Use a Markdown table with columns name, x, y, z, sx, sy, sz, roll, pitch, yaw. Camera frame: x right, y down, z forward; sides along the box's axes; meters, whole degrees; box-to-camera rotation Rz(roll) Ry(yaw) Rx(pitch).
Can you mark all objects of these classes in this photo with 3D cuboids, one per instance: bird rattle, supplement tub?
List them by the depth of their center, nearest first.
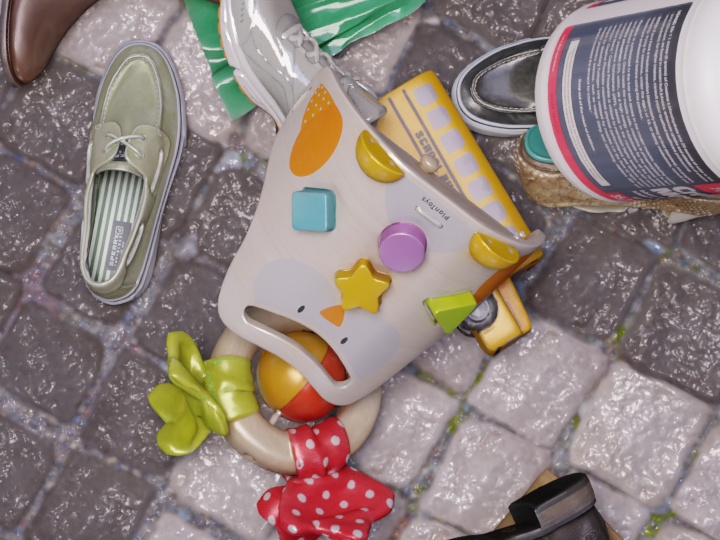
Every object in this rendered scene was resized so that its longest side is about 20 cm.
| name | x | y | z | sx | sy | sz | roll | pitch | yaw |
| --- | --- | --- | --- | --- | --- | --- | --- | --- | --- |
| supplement tub | 0.225 | -0.120 | 1.212 | 0.140 | 0.199 | 0.142 | 1 | 88 | -37 |
| bird rattle | -0.049 | 0.098 | 1.319 | 0.199 | 0.113 | 0.164 | 33 | 70 | 2 |

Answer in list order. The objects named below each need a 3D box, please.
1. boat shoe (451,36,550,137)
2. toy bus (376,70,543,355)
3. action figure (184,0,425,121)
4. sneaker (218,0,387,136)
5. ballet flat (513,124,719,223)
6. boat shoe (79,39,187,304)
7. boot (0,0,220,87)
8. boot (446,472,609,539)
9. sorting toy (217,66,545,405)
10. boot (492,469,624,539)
| name | x | y | z | sx | sy | sz | roll | pitch | yaw |
| --- | --- | --- | --- | --- | --- | --- | --- | --- | --- |
| boat shoe | 0.164 | -0.148 | 1.355 | 0.198 | 0.071 | 0.073 | -11 | 83 | 1 |
| toy bus | 0.071 | -0.039 | 1.351 | 0.078 | 0.065 | 0.201 | -30 | 83 | -3 |
| action figure | -0.025 | -0.200 | 1.377 | 0.199 | 0.055 | 0.119 | -22 | 81 | 4 |
| sneaker | -0.028 | -0.129 | 1.303 | 0.091 | 0.076 | 0.201 | -12 | 108 | 36 |
| ballet flat | 0.211 | -0.069 | 1.351 | 0.198 | 0.066 | 0.071 | 8 | 52 | 7 |
| boat shoe | -0.170 | -0.076 | 1.365 | 0.071 | 0.062 | 0.202 | 4 | 83 | 3 |
| boot | -0.155 | -0.208 | 1.357 | 0.198 | 0.064 | 0.188 | 14 | 82 | 18 |
| boot | 0.124 | 0.254 | 1.265 | 0.199 | 0.069 | 0.175 | -28 | 94 | -7 |
| sorting toy | 0.000 | 0.000 | 1.253 | 0.199 | 0.107 | 0.180 | 36 | 109 | -16 |
| boot | 0.075 | 0.222 | 1.325 | 0.175 | 0.066 | 0.200 | 44 | 88 | -6 |
